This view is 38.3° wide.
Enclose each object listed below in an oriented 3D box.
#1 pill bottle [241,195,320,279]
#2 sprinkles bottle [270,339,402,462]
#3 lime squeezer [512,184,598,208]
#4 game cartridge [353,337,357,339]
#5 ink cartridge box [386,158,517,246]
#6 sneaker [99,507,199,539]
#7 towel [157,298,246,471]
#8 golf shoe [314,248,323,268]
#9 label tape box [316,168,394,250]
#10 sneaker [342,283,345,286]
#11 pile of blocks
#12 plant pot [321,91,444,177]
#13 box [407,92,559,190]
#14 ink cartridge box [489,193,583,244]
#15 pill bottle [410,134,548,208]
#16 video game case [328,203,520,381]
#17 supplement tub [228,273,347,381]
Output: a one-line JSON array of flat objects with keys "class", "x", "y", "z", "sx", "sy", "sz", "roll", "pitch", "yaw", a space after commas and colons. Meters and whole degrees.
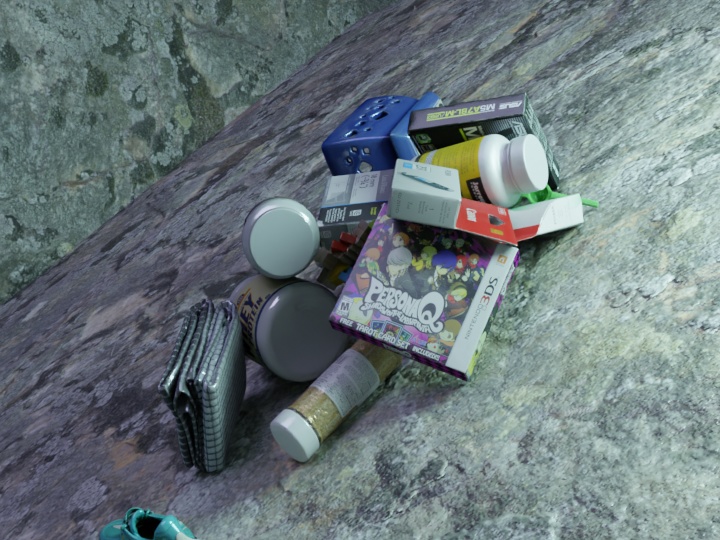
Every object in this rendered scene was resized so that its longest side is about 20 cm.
[{"class": "pill bottle", "x": -0.119, "y": -0.049, "z": 1.537, "sx": 0.115, "sy": 0.118, "sz": 0.200, "roll": -32, "pitch": 9, "yaw": -2}, {"class": "sprinkles bottle", "x": -0.030, "y": 0.162, "z": 1.372, "sx": 0.200, "sy": 0.069, "sz": 0.068, "roll": -43, "pitch": 23, "yaw": -27}, {"class": "lime squeezer", "x": 0.269, "y": -0.108, "z": 1.575, "sx": 0.199, "sy": 0.070, "sz": 0.038, "roll": 5, "pitch": 59, "yaw": 59}, {"class": "game cartridge", "x": 0.064, "y": 0.036, "z": 1.450, "sx": 0.040, "sy": 0.136, "sz": 0.198, "roll": 10, "pitch": -15, "yaw": -43}, {"class": "ink cartridge box", "x": 0.125, "y": -0.097, "z": 1.396, "sx": 0.173, "sy": 0.046, "sz": 0.200, "roll": 12, "pitch": 17, "yaw": 0}, {"class": "sneaker", "x": -0.273, "y": 0.333, "z": 1.315, "sx": 0.198, "sy": 0.080, "sz": 0.078, "roll": -11, "pitch": 28, "yaw": 46}, {"class": "towel", "x": -0.221, "y": 0.163, "z": 1.480, "sx": 0.084, "sy": 0.168, "sz": 0.202, "roll": 3, "pitch": 37, "yaw": 5}, {"class": "golf shoe", "x": 0.019, "y": -0.040, "z": 1.751, "sx": 0.197, "sy": 0.098, "sz": 0.079, "roll": -22, "pitch": 53, "yaw": 9}, {"class": "label tape box", "x": 0.037, "y": -0.098, "z": 1.649, "sx": 0.196, "sy": 0.064, "sz": 0.145, "roll": -6, "pitch": 37, "yaw": 11}, {"class": "sneaker", "x": 0.000, "y": 0.000, "z": 1.625, "sx": 0.200, "sy": 0.088, "sz": 0.068, "roll": -161, "pitch": 90, "yaw": -73}, {"class": "pile of blocks", "x": 0.003, "y": -0.030, "z": 1.450, "sx": 0.199, "sy": 0.062, "sz": 0.083, "roll": -36, "pitch": 42, "yaw": 28}, {"class": "plant pot", "x": 0.075, "y": -0.202, "z": 1.891, "sx": 0.177, "sy": 0.202, "sz": 0.200, "roll": -7, "pitch": 30, "yaw": 37}, {"class": "box", "x": 0.195, "y": -0.187, "z": 1.619, "sx": 0.190, "sy": 0.200, "sz": 0.048, "roll": -2, "pitch": 59, "yaw": 26}, {"class": "ink cartridge box", "x": 0.201, "y": -0.063, "z": 1.476, "sx": 0.159, "sy": 0.051, "sz": 0.198, "roll": -11, "pitch": 1, "yaw": 43}, {"class": "pill bottle", "x": 0.175, "y": -0.139, "z": 1.548, "sx": 0.197, "sy": 0.112, "sz": 0.112, "roll": -13, "pitch": 26, "yaw": 34}, {"class": "video game case", "x": 0.082, "y": 0.024, "z": 1.338, "sx": 0.197, "sy": 0.036, "sz": 0.183, "roll": 20, "pitch": 70, "yaw": 20}, {"class": "supplement tub", "x": -0.118, "y": 0.080, "z": 1.580, "sx": 0.144, "sy": 0.146, "sz": 0.199, "roll": -37, "pitch": 20, "yaw": -17}]
